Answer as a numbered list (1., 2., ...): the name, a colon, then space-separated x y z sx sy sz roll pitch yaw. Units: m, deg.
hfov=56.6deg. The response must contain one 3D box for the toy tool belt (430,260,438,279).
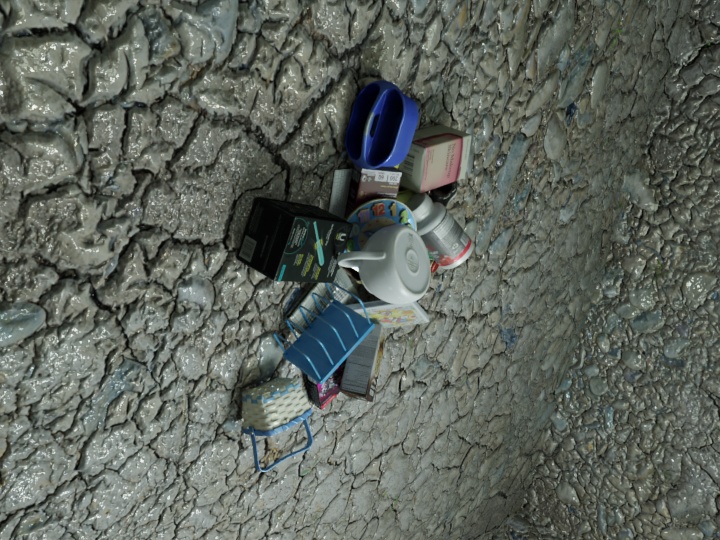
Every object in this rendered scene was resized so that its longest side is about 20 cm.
1. toy tool belt: 0.122 0.010 1.877 0.200 0.123 0.125 -49 157 -27

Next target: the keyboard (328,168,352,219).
1. keyboard: -0.056 -0.150 1.627 0.056 0.011 0.200 -17 125 -46

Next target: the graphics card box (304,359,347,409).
1. graphics card box: -0.089 0.275 1.814 0.125 0.051 0.200 -40 145 -30

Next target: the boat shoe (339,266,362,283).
1. boat shoe: 0.000 0.000 1.729 0.200 0.072 0.060 46 48 -54

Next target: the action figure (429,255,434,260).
1. action figure: 0.177 -0.067 1.834 0.200 0.055 0.118 14 67 -46

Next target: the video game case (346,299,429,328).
1. video game case: 0.077 0.119 1.826 0.200 0.182 0.023 46 38 -63

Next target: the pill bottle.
1. pill bottle: 0.197 -0.107 1.743 0.200 0.111 0.111 47 72 -24

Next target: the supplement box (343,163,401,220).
1. supplement box: 0.024 -0.155 1.629 0.109 0.061 0.200 2 113 -22

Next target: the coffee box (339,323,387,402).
1. coffee box: 0.011 0.251 1.842 0.113 0.080 0.200 61 41 -70

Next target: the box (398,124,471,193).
1. box: 0.185 -0.295 1.754 0.200 0.109 0.128 -24 129 -42

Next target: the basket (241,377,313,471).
1. basket: -0.202 0.374 1.656 0.176 0.139 0.200 -16 94 -46

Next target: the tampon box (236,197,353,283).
1. tampon box: -0.141 -0.064 1.473 0.200 0.126 0.150 4 110 -54

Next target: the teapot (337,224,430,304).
1. teapot: 0.059 -0.009 1.551 0.200 0.146 0.197 62 37 -23

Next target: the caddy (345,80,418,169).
1. caddy: 0.044 -0.328 1.524 0.105 0.141 0.200 -3 114 -55

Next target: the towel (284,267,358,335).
1. towel: -0.090 0.091 1.723 0.200 0.035 0.193 -53 144 -14

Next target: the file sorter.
1. file sorter: -0.092 0.141 1.613 0.200 0.139 0.123 -47 143 -19

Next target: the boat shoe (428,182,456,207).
1. boat shoe: 0.226 -0.229 1.839 0.200 0.074 0.060 -56 163 -48

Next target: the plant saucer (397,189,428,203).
1. plant saucer: 0.094 -0.130 1.800 0.200 0.048 0.200 -20 127 -45

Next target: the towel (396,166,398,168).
1. towel: 0.030 -0.201 1.656 0.086 0.018 0.200 13 107 -26

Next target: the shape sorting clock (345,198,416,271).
1. shape sorting clock: 0.044 -0.081 1.613 0.200 0.039 0.200 -9 117 -18
